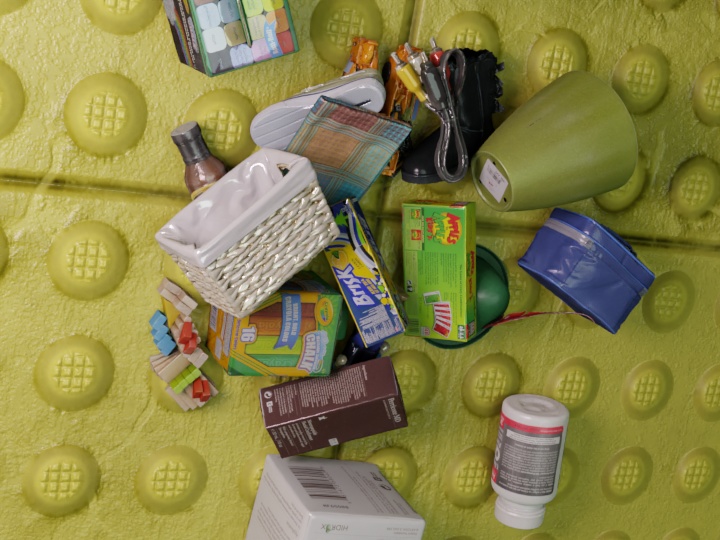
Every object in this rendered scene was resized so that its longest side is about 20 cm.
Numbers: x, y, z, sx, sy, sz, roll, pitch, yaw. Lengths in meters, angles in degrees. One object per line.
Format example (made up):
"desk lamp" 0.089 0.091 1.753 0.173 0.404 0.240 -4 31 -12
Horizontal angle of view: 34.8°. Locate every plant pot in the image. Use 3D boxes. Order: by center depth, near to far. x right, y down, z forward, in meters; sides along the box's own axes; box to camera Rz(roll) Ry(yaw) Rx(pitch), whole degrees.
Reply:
"plant pot" 0.263 -0.167 1.663 0.199 0.187 0.189 -26 115 -25

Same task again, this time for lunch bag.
"lunch bag" 0.365 -0.004 1.804 0.200 0.136 0.133 36 90 -29

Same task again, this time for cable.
"cable" 0.115 -0.226 1.595 0.097 0.050 0.201 -24 104 -19

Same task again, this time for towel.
"towel" -0.037 -0.149 1.582 0.146 0.022 0.200 13 137 -26

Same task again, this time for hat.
"hat" 0.196 0.056 1.724 0.200 0.176 0.166 -40 117 -8

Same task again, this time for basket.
"basket" -0.141 -0.049 1.496 0.200 0.135 0.124 -42 121 -19

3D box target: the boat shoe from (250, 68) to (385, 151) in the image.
"boat shoe" -0.055 -0.219 1.571 0.198 0.062 0.072 -15 122 16

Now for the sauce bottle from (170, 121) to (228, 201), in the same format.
"sauce bottle" -0.200 -0.105 1.565 0.064 0.065 0.201 -31 115 -12

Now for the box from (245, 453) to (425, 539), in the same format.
"box" -0.043 0.397 1.710 0.199 0.199 0.173 11 102 -26

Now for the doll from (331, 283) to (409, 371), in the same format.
"doll" 0.005 0.114 1.712 0.136 0.048 0.201 -4 126 -60

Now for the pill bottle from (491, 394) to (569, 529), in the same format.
"pill bottle" 0.273 0.313 1.875 0.110 0.111 0.202 0 105 -24

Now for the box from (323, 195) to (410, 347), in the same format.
"box" 0.000 0.000 1.606 0.064 0.070 0.201 -22 93 10

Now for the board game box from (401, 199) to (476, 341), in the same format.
"board game box" 0.117 -0.001 1.704 0.048 0.101 0.202 -27 118 -63

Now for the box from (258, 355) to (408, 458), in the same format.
"box" -0.038 0.200 1.672 0.198 0.075 0.100 -16 142 2

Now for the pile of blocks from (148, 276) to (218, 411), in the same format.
"pile of blocks" -0.253 0.113 1.608 0.082 0.062 0.202 -19 112 -18

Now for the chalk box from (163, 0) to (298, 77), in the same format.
"chalk box" -0.160 -0.321 1.430 0.123 0.200 0.126 -19 113 -17

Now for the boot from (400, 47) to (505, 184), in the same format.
"boot" 0.130 -0.225 1.649 0.197 0.073 0.164 -24 122 -37

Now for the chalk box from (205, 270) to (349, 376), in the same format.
"chalk box" -0.104 0.073 1.627 0.198 0.124 0.126 2 106 -24

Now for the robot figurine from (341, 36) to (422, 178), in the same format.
"robot figurine" 0.021 -0.222 1.628 0.144 0.058 0.202 5 104 -22
